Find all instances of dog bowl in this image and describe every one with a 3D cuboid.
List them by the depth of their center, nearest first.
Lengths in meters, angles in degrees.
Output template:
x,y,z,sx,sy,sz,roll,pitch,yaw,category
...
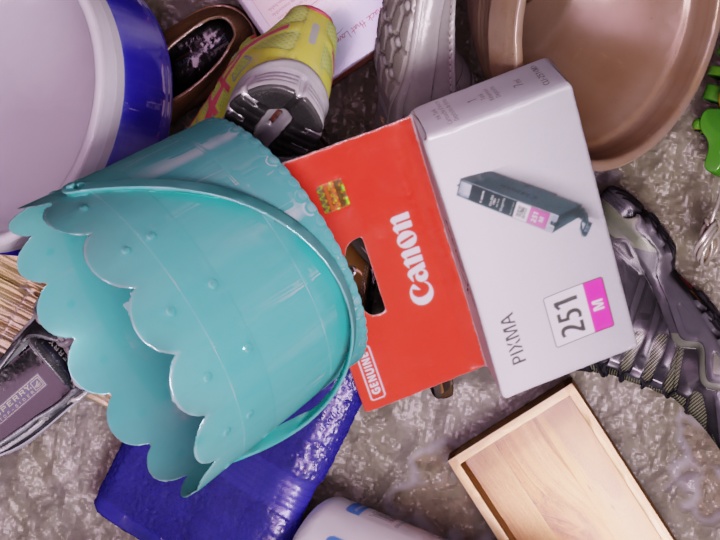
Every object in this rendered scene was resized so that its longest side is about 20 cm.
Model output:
x,y,z,sx,sy,sz,roll,pitch,yaw,category
-0.220,-0.109,1.329,0.200,0.079,0.201,-3,84,30,dog bowl

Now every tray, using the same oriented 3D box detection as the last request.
x,y,z,sx,sy,sz,roll,pitch,yaw,category
0.154,0.182,1.386,0.098,0.037,0.200,-33,91,7,tray

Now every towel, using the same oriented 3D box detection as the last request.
x,y,z,sx,sy,sz,roll,pitch,yaw,category
-0.079,0.106,1.374,0.147,0.050,0.200,30,100,26,towel

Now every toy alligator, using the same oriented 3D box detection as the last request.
x,y,z,sx,sy,sz,roll,pitch,yaw,category
0.242,-0.104,1.343,0.054,0.059,0.200,28,97,30,toy alligator

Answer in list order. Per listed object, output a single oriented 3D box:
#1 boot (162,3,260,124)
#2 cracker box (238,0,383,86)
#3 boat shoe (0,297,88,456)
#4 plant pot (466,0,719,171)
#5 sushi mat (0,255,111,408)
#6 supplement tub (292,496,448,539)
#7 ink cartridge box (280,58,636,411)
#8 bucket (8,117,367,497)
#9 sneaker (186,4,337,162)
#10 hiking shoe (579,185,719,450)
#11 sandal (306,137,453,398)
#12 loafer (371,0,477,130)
x,y,z,sx,sy,sz,roll,pitch,yaw,category
-0.156,-0.106,1.367,0.200,0.075,0.074,-39,93,8,boot
-0.034,-0.231,1.353,0.134,0.058,0.200,-34,91,8,cracker box
-0.194,0.050,1.372,0.199,0.068,0.074,-38,91,6,boat shoe
0.134,-0.171,1.307,0.093,0.201,0.201,22,99,44,plant pot
-0.230,0.013,1.413,0.200,0.012,0.096,27,95,1,sushi mat
0.045,0.239,1.336,0.199,0.132,0.132,22,97,15,supplement tub
0.062,-0.008,1.252,0.173,0.044,0.200,-22,124,-4,ink cartridge box
-0.100,0.017,1.241,0.135,0.207,0.207,-34,92,-20,bucket
-0.061,-0.104,1.319,0.078,0.200,0.091,25,65,-17,sneaker
0.187,0.049,1.360,0.101,0.076,0.200,-33,83,16,hiking shoe
0.000,0.000,1.357,0.054,0.082,0.200,-31,90,1,sandal
0.046,-0.113,1.322,0.070,0.070,0.200,-6,133,-12,loafer
